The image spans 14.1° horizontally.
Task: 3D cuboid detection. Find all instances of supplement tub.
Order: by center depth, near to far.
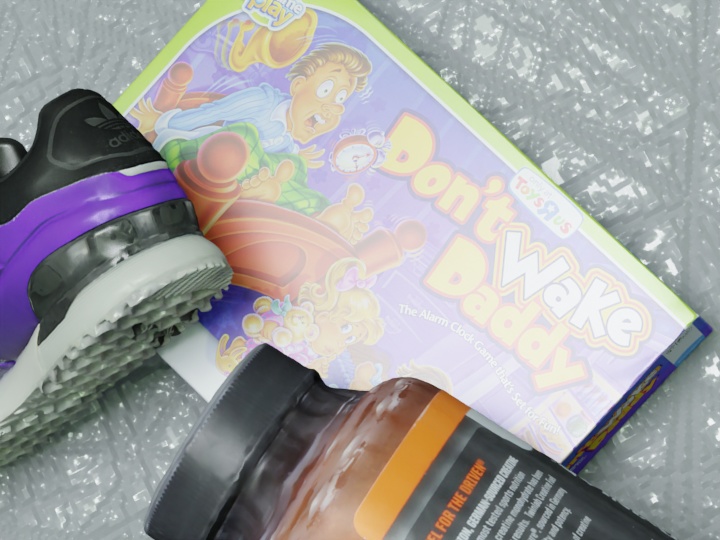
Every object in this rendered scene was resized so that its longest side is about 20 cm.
[{"bbox_3d":[0.034,0.103,0.891,0.200,0.107,0.107,33,90,5],"label":"supplement tub"}]

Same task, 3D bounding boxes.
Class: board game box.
[{"bbox_3d":[0.000,0.000,0.989,0.200,0.045,0.135,43,93,15],"label":"board game box"}]

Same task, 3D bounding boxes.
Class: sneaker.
[{"bbox_3d":[-0.130,0.007,0.976,0.200,0.069,0.100,-35,78,34],"label":"sneaker"}]
